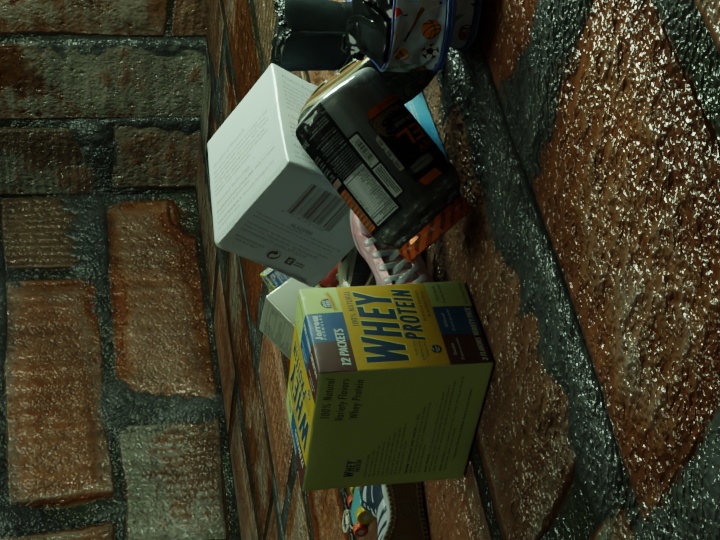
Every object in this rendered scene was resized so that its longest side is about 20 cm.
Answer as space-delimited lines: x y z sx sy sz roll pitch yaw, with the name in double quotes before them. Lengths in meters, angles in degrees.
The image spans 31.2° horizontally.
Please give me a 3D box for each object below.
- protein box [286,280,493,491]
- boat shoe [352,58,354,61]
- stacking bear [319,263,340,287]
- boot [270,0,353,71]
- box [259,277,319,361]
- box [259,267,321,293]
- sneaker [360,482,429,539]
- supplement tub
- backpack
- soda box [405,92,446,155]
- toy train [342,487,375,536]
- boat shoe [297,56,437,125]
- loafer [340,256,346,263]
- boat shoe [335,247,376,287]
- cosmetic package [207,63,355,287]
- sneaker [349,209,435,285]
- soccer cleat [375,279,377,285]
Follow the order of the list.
"protein box" 0.026 0.133 1.491 0.136 0.197 0.200 -107 19 -46
"boat shoe" 0.040 -0.315 1.649 0.202 0.064 0.076 124 141 -69
"stacking bear" -0.055 -0.059 2.014 0.121 0.113 0.202 -38 60 31
"boot" -0.041 -0.280 1.781 0.076 0.166 0.203 -157 64 -75
"box" -0.051 0.107 1.873 0.200 0.077 0.095 44 148 17
"box" -0.072 0.071 1.999 0.201 0.064 0.070 57 170 -7
"sneaker" 0.044 0.347 1.734 0.109 0.069 0.203 129 144 -64
"supplement tub" 0.029 -0.117 1.457 0.201 0.122 0.123 51 163 1
"backpack" 0.054 -0.303 1.406 0.191 0.152 0.203 -100 7 -61
"soda box" 0.052 -0.168 1.614 0.201 0.067 0.065 -106 19 -46
"toy train" 0.008 0.294 1.930 0.150 0.055 0.203 163 108 -78
"boat shoe" 0.006 -0.231 1.581 0.076 0.198 0.074 51 -158 -30
"loafer" 0.004 -0.031 1.868 0.073 0.072 0.202 90 179 -50
"boat shoe" 0.000 0.000 1.755 0.071 0.062 0.203 4 -77 -69
"cosmetic package" -0.087 -0.124 1.696 0.166 0.166 0.202 -45 37 31
"sneaker" 0.053 0.002 1.568 0.105 0.075 0.202 -139 27 -69
"soccer cleat" 0.050 0.018 1.678 0.086 0.068 0.202 -119 25 -44
